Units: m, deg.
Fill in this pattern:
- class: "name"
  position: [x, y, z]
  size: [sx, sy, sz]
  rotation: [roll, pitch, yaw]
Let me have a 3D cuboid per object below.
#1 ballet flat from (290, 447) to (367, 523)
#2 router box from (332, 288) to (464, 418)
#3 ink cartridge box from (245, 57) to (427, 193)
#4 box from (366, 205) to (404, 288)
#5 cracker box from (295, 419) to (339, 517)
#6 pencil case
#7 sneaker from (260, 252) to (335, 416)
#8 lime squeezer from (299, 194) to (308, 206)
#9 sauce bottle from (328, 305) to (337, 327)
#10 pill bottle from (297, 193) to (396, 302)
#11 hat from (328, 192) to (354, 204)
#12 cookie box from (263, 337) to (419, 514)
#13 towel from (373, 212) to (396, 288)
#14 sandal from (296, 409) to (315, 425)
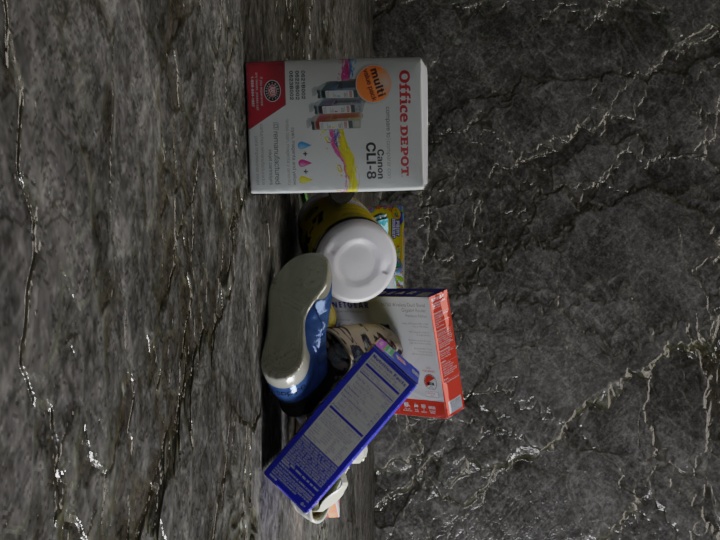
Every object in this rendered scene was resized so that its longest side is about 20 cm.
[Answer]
- class: "ballet flat"
  position: [-0.027, 0.250, 1.463]
  size: [0.202, 0.069, 0.070]
  rotation: [-62, -174, 18]
- class: "router box"
  position: [0.050, 0.119, 1.640]
  size: [0.049, 0.198, 0.182]
  rotation: [-20, 104, -47]
- class: "ink cartridge box"
  position: [-0.021, -0.164, 1.264]
  size: [0.145, 0.197, 0.148]
  rotation: [-59, 147, -83]
- class: "box"
  position: [0.061, -0.043, 3.070]
  size: [0.193, 0.120, 0.203]
  rotation: [84, 6, -60]
- class: "cracker box"
  position: [-0.059, 0.243, 1.630]
  size: [0.135, 0.057, 0.202]
  rotation: [83, 8, -52]
- class: "pencil case"
  position: [-0.008, 0.120, 1.530]
  size: [0.199, 0.077, 0.091]
  rotation: [1, 66, -65]
- class: "sneaker"
  position: [-0.070, 0.082, 1.347]
  size: [0.112, 0.075, 0.202]
  rotation: [76, 16, -47]
- class: "lime squeezer"
  position: [-0.071, -0.024, 1.686]
  size: [0.071, 0.037, 0.204]
  rotation: [-39, 129, -85]
- class: "sauce bottle"
  position: [-0.065, 0.067, 1.546]
  size: [0.200, 0.064, 0.066]
  rotation: [72, 17, -74]
- class: "pill bottle"
  position: [-0.026, -0.040, 1.548]
  size: [0.200, 0.112, 0.116]
  rotation: [-127, -148, -68]
- class: "hat"
  position: [-0.067, -0.176, 1.496]
  size: [0.200, 0.080, 0.204]
  rotation: [-8, 90, -78]
- class: "cookie box"
  position: [-0.017, 0.182, 1.344]
  size: [0.200, 0.075, 0.171]
  rotation: [-49, 176, 1]
- class: "towel"
  position: [0.000, 0.000, 1.765]
  size: [0.199, 0.021, 0.149]
  rotation: [-27, 113, -57]
- class: "sandal"
  position: [-0.044, 0.155, 1.554]
  size: [0.077, 0.042, 0.200]
  rotation: [65, 27, -5]
